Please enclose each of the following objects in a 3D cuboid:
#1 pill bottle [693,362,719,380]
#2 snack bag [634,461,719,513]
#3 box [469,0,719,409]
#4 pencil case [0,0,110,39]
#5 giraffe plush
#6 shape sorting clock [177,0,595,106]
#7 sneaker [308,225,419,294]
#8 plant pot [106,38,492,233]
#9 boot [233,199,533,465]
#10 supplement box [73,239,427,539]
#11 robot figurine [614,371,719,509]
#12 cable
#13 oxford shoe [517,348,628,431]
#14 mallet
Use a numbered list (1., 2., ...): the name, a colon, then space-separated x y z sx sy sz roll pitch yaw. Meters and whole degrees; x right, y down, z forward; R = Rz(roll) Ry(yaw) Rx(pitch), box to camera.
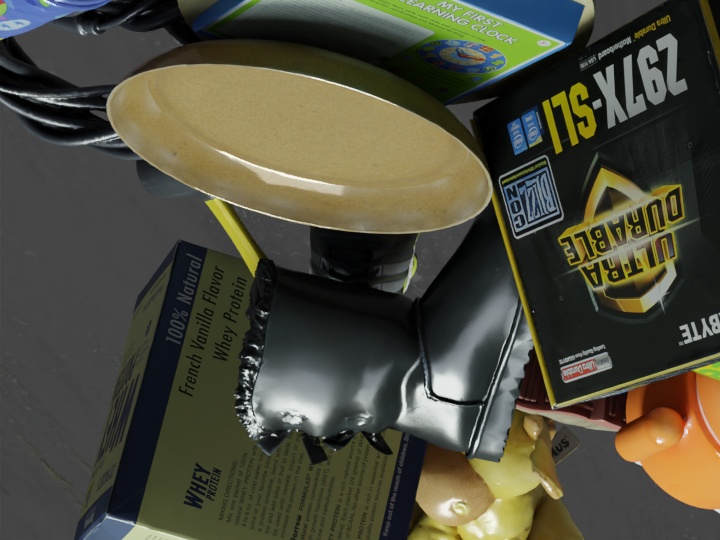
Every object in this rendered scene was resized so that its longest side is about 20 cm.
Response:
1. pill bottle: 0.229 0.013 1.164 0.200 0.111 0.111 20 158 -16
2. snack bag: 0.326 0.168 1.628 0.200 0.021 0.188 -7 152 43
3. box: 0.139 -0.031 1.031 0.049 0.160 0.200 -10 173 -29
4. pencil case: -0.196 -0.149 1.058 0.087 0.078 0.200 27 156 -37
5. giraffe plush: 0.090 0.149 1.527 0.172 0.200 0.162 26 155 19
6. shape sorting clock: 0.012 -0.128 1.036 0.200 0.039 0.200 6 161 2
7. sneaker: 0.000 0.000 1.315 0.074 0.081 0.200 10 159 9
8. plant pot: -0.029 -0.070 1.104 0.200 0.028 0.200 12 162 4
9. boot: 0.017 0.023 1.241 0.162 0.073 0.199 10 119 -4
10. supplement box: -0.068 0.115 1.484 0.200 0.200 0.134 17 158 -12
11. robot figurine: 0.238 0.079 1.327 0.144 0.117 0.200 21 159 -11
12. cable: -0.129 -0.110 1.156 0.200 0.051 0.163 12 159 7
13. oxford shoe: 0.110 0.066 1.436 0.200 0.071 0.075 25 162 -25
14. mallet: -0.053 -0.004 1.282 0.200 0.041 0.066 53 145 -11
